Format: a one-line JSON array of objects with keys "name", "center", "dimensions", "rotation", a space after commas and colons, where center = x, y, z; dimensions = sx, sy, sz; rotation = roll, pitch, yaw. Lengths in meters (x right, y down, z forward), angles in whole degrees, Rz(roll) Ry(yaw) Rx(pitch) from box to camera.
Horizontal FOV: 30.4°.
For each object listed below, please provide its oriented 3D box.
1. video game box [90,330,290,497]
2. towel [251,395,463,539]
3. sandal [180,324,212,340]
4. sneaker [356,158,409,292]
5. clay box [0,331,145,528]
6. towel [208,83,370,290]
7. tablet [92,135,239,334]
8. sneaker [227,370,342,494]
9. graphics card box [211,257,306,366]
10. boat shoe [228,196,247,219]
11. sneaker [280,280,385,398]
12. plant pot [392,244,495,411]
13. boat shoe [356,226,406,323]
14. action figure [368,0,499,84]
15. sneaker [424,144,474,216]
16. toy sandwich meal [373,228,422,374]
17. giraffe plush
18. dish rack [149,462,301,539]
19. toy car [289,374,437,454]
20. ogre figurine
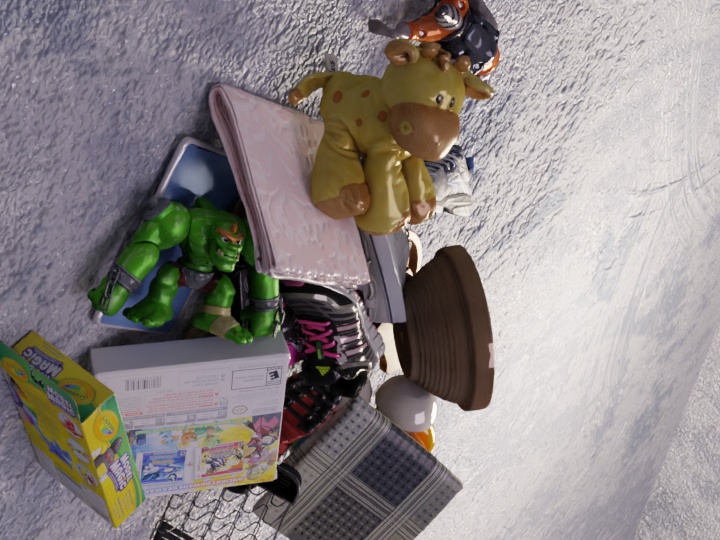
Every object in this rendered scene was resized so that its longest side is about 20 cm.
[{"name": "video game box", "center": [-0.177, 0.151, 1.360], "dimensions": [0.197, 0.047, 0.184], "rotation": [-4, 126, -18]}, {"name": "towel", "center": [-0.005, 0.268, 1.590], "dimensions": [0.192, 0.035, 0.200], "rotation": [40, 102, -21]}, {"name": "sandal", "center": [-0.141, 0.135, 1.482], "dimensions": [0.078, 0.069, 0.212], "rotation": [-50, 152, -17]}, {"name": "sneaker", "center": [0.023, -0.050, 1.558], "dimensions": [0.079, 0.073, 0.203], "rotation": [-29, 131, -45]}, {"name": "clay box", "center": [-0.267, 0.141, 1.226], "dimensions": [0.048, 0.114, 0.202], "rotation": [-42, 149, -30]}, {"name": "towel", "center": [-0.067, -0.078, 1.308], "dimensions": [0.032, 0.194, 0.199], "rotation": [-22, 165, 24]}, {"name": "tablet", "center": [-0.183, -0.030, 1.307], "dimensions": [0.202, 0.014, 0.130], "rotation": [-62, 154, 7]}, {"name": "sneaker", "center": [-0.093, 0.174, 1.566], "dimensions": [0.200, 0.071, 0.098], "rotation": [-45, -174, 16]}, {"name": "graphics card box", "center": [-0.085, 0.038, 1.462], "dimensions": [0.199, 0.050, 0.128], "rotation": [-17, 110, -52]}, {"name": "boat shoe", "center": [-0.065, -0.059, 1.406], "dimensions": [0.199, 0.073, 0.077], "rotation": [-25, 140, -52]}, {"name": "sneaker", "center": [-0.034, 0.076, 1.435], "dimensions": [0.200, 0.073, 0.088], "rotation": [55, 48, -52]}, {"name": "plant pot", "center": [0.093, 0.075, 1.616], "dimensions": [0.091, 0.202, 0.203], "rotation": [-8, 136, -9]}, {"name": "boat shoe", "center": [0.000, -0.004, 1.457], "dimensions": [0.085, 0.076, 0.203], "rotation": [-9, 149, 3]}, {"name": "action figure", "center": [0.090, -0.245, 1.466], "dimensions": [0.193, 0.104, 0.202], "rotation": [27, 92, -54]}, {"name": "sneaker", "center": [0.088, -0.119, 1.634], "dimensions": [0.199, 0.076, 0.086], "rotation": [-5, 112, -67]}, {"name": "toy sandwich meal", "center": [0.036, 0.044, 1.693], "dimensions": [0.205, 0.070, 0.207], "rotation": [-41, 148, -32]}, {"name": "giraffe plush", "center": [0.044, -0.151, 1.309], "dimensions": [0.161, 0.203, 0.171], "rotation": [-22, 177, 44]}, {"name": "dish rack", "center": [-0.162, 0.285, 1.519], "dimensions": [0.202, 0.152, 0.055], "rotation": [-65, 171, 14]}, {"name": "toy car", "center": [-0.002, 0.220, 1.661], "dimensions": [0.151, 0.197, 0.177], "rotation": [-83, -169, -52]}, {"name": "ogre figurine", "center": [-0.154, -0.003, 1.265], "dimensions": [0.098, 0.197, 0.122], "rotation": [-135, -121, -72]}]
